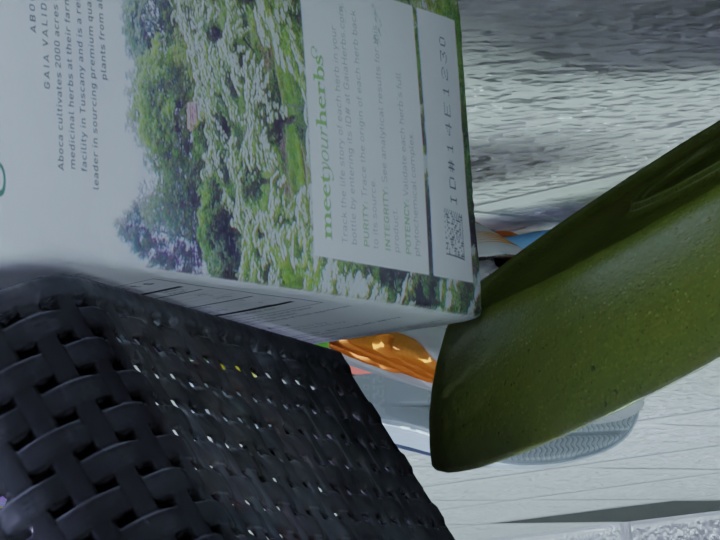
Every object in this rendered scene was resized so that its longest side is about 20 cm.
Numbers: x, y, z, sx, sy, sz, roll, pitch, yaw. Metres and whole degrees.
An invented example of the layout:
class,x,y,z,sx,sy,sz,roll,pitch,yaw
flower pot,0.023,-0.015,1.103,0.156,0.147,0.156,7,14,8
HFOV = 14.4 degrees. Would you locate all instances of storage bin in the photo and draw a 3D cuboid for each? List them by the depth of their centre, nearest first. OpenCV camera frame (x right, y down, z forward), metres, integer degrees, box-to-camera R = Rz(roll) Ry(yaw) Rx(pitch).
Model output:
class,x,y,z,sx,sy,sz,roll,pitch,yaw
storage bin,-0.059,0.085,0.595,0.135,0.094,0.200,-36,163,11

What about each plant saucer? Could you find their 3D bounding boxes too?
class,x,y,z,sx,sy,sz,roll,pitch,yaw
plant saucer,0.095,-0.018,0.678,0.200,0.031,0.200,-32,-176,3

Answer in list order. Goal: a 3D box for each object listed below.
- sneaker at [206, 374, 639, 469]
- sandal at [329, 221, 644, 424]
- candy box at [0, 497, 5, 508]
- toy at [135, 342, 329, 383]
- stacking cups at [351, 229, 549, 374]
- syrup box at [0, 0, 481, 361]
class,x,y,z,sx,sy,sz,roll,pitch,yaw
sneaker,0.017,0.042,1.189,0.199,0.073,0.071,7,178,-16
sandal,-0.004,-0.002,0.908,0.206,0.059,0.079,15,172,26
candy box,-0.227,0.073,1.218,0.200,0.072,0.168,-8,171,22
toy,-0.105,0.000,0.843,0.199,0.047,0.115,8,165,7
stacking cups,0.067,0.004,1.000,0.200,0.061,0.060,-5,173,39
syrup box,-0.058,-0.030,0.589,0.081,0.079,0.200,-9,170,32
